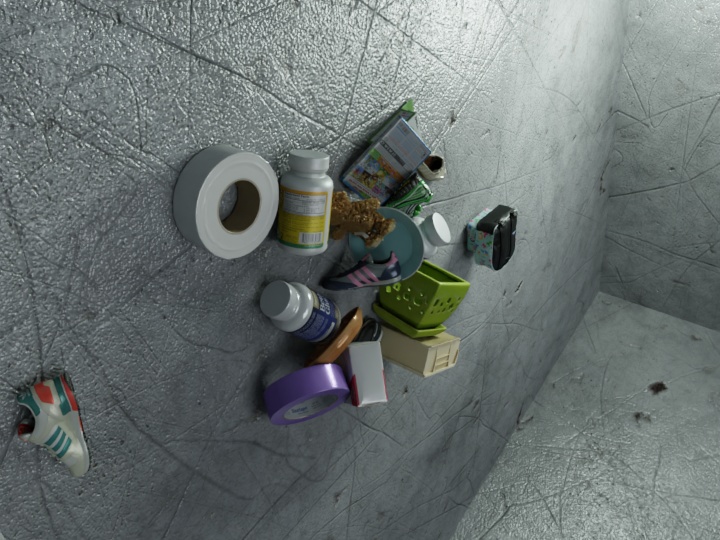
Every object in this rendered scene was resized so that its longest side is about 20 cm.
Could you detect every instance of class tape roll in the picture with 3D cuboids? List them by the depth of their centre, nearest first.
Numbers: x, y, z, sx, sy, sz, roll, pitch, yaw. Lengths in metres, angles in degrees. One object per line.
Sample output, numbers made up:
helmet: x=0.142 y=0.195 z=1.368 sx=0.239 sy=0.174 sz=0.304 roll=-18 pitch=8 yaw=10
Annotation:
tape roll: x=-0.245 y=-0.128 z=1.110 sx=0.202 sy=0.070 sz=0.204 roll=-30 pitch=130 yaw=-43
tape roll: x=-0.127 y=0.296 z=1.414 sx=0.198 sy=0.066 sz=0.201 roll=-19 pitch=155 yaw=-9

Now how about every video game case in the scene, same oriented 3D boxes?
video game case: x=0.063 y=-0.253 z=1.427 sx=0.200 sy=0.018 sz=0.143 roll=-46 pitch=135 yaw=9

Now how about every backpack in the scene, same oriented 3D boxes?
backpack: x=0.454 y=-0.106 z=2.036 sx=0.177 sy=0.150 sz=0.202 roll=-37 pitch=128 yaw=-34

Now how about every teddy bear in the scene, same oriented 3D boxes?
teddy bear: x=-0.010 y=-0.122 z=1.405 sx=0.198 sy=0.067 sz=0.145 roll=12 pitch=139 yaw=-18

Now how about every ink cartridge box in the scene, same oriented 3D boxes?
ink cartridge box: x=0.104 y=-0.332 z=1.498 sx=0.200 sy=0.059 sz=0.104 roll=-49 pitch=142 yaw=-27
ink cartridge box: x=-0.009 y=0.258 z=1.498 sx=0.085 sy=0.200 sz=0.149 roll=-8 pitch=84 yaw=-19

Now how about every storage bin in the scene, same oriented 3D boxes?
storage bin: x=0.166 y=0.220 z=1.766 sx=0.198 sy=0.199 sz=0.095 roll=-4 pitch=109 yaw=-54

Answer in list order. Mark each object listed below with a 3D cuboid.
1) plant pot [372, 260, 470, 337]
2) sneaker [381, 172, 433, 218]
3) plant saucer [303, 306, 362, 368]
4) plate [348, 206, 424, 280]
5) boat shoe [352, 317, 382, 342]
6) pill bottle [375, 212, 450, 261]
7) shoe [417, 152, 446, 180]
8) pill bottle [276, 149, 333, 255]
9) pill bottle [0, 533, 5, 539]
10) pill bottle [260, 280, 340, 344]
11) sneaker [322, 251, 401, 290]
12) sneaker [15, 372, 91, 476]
plant pot: x=0.162 y=0.077 z=1.693 sx=0.198 sy=0.199 sz=0.183 roll=1 pitch=114 yaw=-54
sneaker: x=0.100 y=-0.152 z=1.501 sx=0.085 sy=0.200 sz=0.078 roll=42 pitch=40 yaw=-12
plant saucer: x=-0.060 y=0.174 z=1.454 sx=0.200 sy=0.037 sz=0.200 roll=-46 pitch=-175 yaw=5
plate: x=0.066 y=-0.067 z=1.481 sx=0.026 sy=0.198 sz=0.202 roll=-49 pitch=146 yaw=-57
boat shoe: x=-0.005 y=0.221 z=1.645 sx=0.201 sy=0.075 sz=0.061 roll=-64 pitch=149 yaw=-28
pill bottle: x=0.127 y=-0.070 z=1.536 sx=0.112 sy=0.199 sz=0.113 roll=37 pitch=40 yaw=-38
shoe: x=0.196 y=-0.291 z=1.657 sx=0.199 sy=0.053 sz=0.071 roll=14 pitch=97 yaw=-56
pill bottle: x=-0.115 y=-0.144 z=1.246 sx=0.112 sy=0.112 sz=0.202 roll=-20 pitch=124 yaw=-48
pill bottle: x=-0.627 y=0.453 z=0.852 sx=0.201 sy=0.111 sz=0.113 roll=-53 pitch=143 yaw=-24
pill bottle: x=-0.136 y=0.092 z=1.347 sx=0.200 sy=0.110 sz=0.112 roll=35 pitch=79 yaw=-56
sneaker: x=0.000 y=0.000 z=1.466 sx=0.198 sy=0.070 sz=0.083 roll=-9 pitch=104 yaw=-5
sneaker: x=-0.505 y=0.264 z=0.976 sx=0.093 sy=0.070 sz=0.202 roll=-15 pitch=123 yaw=-30
